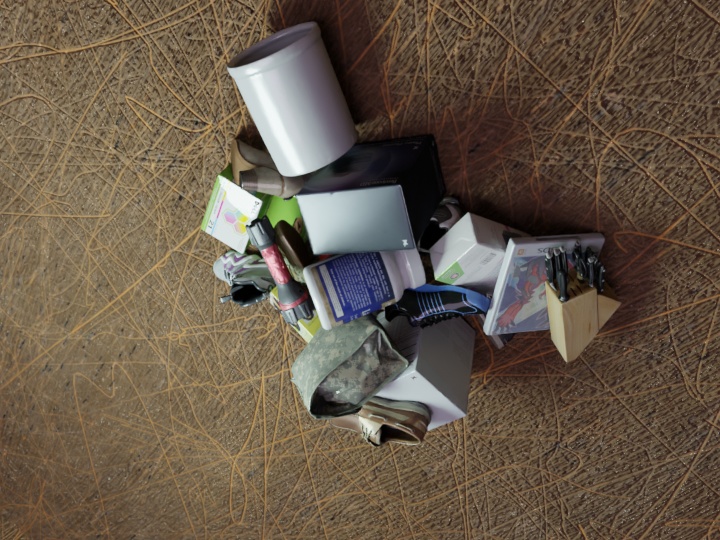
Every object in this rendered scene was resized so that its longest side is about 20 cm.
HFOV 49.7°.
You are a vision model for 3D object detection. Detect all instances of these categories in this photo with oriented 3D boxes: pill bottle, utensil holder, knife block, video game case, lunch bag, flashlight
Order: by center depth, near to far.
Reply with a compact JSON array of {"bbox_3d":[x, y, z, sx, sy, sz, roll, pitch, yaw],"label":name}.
[{"bbox_3d":[-0.109,-0.289,1.317,0.166,0.171,0.203,-9,121,29],"label":"utensil holder"},{"bbox_3d":[0.352,0.051,1.336,0.172,0.065,0.202,16,121,-29],"label":"knife block"},{"bbox_3d":[0.007,0.015,1.351,0.196,0.116,0.118,-22,117,-4],"label":"pill bottle"},{"bbox_3d":[0.319,0.026,1.360,0.177,0.023,0.204,-4,129,-17],"label":"video game case"},{"bbox_3d":[-0.032,0.171,1.414,0.199,0.164,0.118,-41,115,0],"label":"lunch bag"},{"bbox_3d":[-0.153,-0.001,1.466,0.066,0.068,0.204,-15,107,32],"label":"flashlight"}]

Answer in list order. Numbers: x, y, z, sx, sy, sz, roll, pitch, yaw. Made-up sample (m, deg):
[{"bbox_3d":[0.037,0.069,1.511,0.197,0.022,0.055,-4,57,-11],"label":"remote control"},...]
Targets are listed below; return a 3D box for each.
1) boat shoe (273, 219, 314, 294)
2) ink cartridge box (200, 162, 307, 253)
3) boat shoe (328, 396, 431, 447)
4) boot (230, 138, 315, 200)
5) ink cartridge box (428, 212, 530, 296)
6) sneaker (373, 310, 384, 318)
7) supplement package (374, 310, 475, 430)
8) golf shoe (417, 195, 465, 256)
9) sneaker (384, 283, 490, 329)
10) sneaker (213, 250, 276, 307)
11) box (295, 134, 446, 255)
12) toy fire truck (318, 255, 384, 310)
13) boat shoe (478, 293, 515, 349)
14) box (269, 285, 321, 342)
[{"bbox_3d":[-0.133,-0.012,1.550,0.061,0.074,0.202,-16,127,14],"label":"boat shoe"},{"bbox_3d":[-0.200,-0.102,1.541,0.197,0.076,0.149,31,130,2],"label":"ink cartridge box"},{"bbox_3d":[0.029,0.279,1.416,0.195,0.073,0.077,-2,134,19],"label":"boat shoe"},{"bbox_3d":[-0.162,-0.192,1.451,0.142,0.201,0.072,-3,125,-17],"label":"boot"},{"bbox_3d":[0.232,-0.020,1.371,0.196,0.069,0.117,16,138,-34],"label":"ink cartridge box"},{"bbox_3d":[-0.037,0.106,1.600,0.195,0.088,0.075,17,128,14],"label":"sneaker"},{"bbox_3d":[0.113,0.177,1.489,0.149,0.203,0.151,-29,121,37],"label":"supplement package"},{"bbox_3d":[0.099,-0.064,1.420,0.078,0.095,0.198,47,130,-13],"label":"golf shoe"},{"bbox_3d":[0.134,0.069,1.394,0.195,0.080,0.070,8,165,29],"label":"sneaker"},{"bbox_3d":[-0.256,0.025,1.605,0.196,0.140,0.079,0,123,33],"label":"sneaker"},{"bbox_3d":[0.023,-0.132,1.339,0.195,0.200,0.126,-3,122,25],"label":"box"},{"bbox_3d":[0.000,0.000,1.485,0.164,0.114,0.201,15,147,-3],"label":"toy fire truck"},{"bbox_3d":[0.237,0.050,1.468,0.062,0.073,0.203,-31,106,-2],"label":"boat shoe"},{"bbox_3d":[-0.099,0.108,1.555,0.200,0.050,0.075,45,162,8],"label":"box"}]
